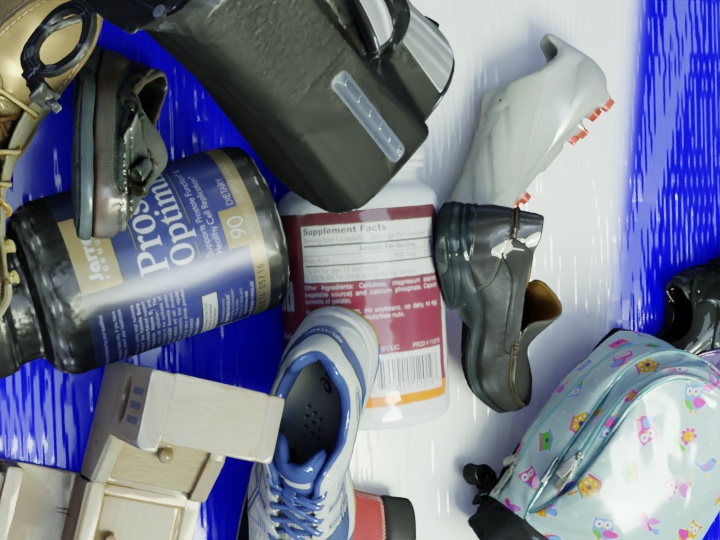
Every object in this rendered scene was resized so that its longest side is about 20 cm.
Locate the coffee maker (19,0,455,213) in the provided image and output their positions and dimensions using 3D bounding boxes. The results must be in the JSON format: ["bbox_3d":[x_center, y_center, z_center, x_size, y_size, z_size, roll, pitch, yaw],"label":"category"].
[{"bbox_3d":[-0.060,-0.128,0.660,0.191,0.136,0.200,-29,143,10],"label":"coffee maker"}]

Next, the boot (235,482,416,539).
[{"bbox_3d":[-0.029,0.248,0.817,0.143,0.072,0.202,21,80,-22],"label":"boot"}]

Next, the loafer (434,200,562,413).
[{"bbox_3d":[0.106,0.034,0.819,0.201,0.071,0.073,68,26,-47],"label":"loafer"}]

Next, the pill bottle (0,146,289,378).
[{"bbox_3d":[-0.154,-0.001,0.738,0.198,0.112,0.113,-19,98,-20],"label":"pill bottle"}]

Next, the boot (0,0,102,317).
[{"bbox_3d":[-0.204,-0.058,0.632,0.199,0.156,0.073,-39,135,16],"label":"boot"}]

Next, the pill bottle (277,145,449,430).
[{"bbox_3d":[0.000,0.000,0.797,0.113,0.114,0.203,-4,93,-21],"label":"pill bottle"}]

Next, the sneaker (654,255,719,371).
[{"bbox_3d":[0.298,0.015,0.939,0.087,0.076,0.201,34,79,-12],"label":"sneaker"}]

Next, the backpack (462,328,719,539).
[{"bbox_3d":[0.194,0.148,0.860,0.166,0.127,0.201,33,92,-24],"label":"backpack"}]

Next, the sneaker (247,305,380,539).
[{"bbox_3d":[-0.040,0.124,0.715,0.074,0.088,0.203,10,103,10],"label":"sneaker"}]

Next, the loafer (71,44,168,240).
[{"bbox_3d":[-0.141,-0.084,0.699,0.062,0.201,0.073,3,122,-15],"label":"loafer"}]

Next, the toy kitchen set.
[{"bbox_3d":[-0.166,0.154,0.699,0.161,0.180,0.203,14,82,-20],"label":"toy kitchen set"}]

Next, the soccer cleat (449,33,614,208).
[{"bbox_3d":[0.106,-0.089,0.869,0.077,0.069,0.200,42,75,-1],"label":"soccer cleat"}]
